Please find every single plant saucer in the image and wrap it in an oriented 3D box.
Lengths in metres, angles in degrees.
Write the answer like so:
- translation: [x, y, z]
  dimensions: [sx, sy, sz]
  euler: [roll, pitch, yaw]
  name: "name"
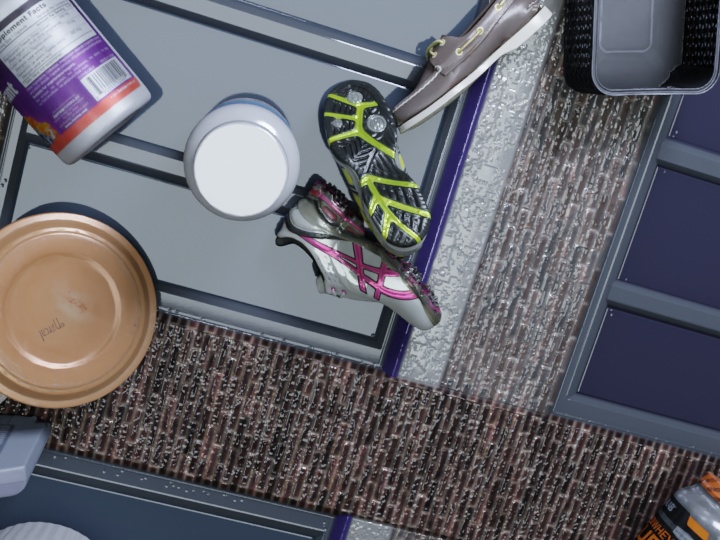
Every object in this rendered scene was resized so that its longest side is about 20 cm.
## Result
- translation: [-0.306, 0.041, 0.957]
  dimensions: [0.199, 0.032, 0.202]
  euler: [1, 89, -26]
  name: "plant saucer"

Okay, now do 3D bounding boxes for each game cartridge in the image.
- translation: [-0.435, 0.191, 0.966]
  dimensions: [0.199, 0.133, 0.041]
  euler: [2, 104, -6]
  name: "game cartridge"

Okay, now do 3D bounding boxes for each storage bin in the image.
- translation: [0.289, -0.282, 0.957]
  dimensions: [0.134, 0.094, 0.201]
  euler: [-2, 104, -6]
  name: "storage bin"

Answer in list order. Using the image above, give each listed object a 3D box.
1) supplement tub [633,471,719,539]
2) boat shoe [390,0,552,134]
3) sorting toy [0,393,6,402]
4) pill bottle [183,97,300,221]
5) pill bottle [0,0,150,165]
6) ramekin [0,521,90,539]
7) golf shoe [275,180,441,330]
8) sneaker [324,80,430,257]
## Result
- translation: [0.381, 0.342, 1.091]
  dimensions: [0.122, 0.123, 0.200]
  euler: [37, 96, -12]
  name: "supplement tub"
- translation: [0.104, -0.221, 0.964]
  dimensions: [0.200, 0.072, 0.060]
  euler: [-40, 98, 0]
  name: "boat shoe"
- translation: [-0.404, 0.059, 0.964]
  dimensions: [0.179, 0.107, 0.201]
  euler: [-22, 99, -11]
  name: "sorting toy"
- translation: [-0.113, -0.107, 0.898]
  dimensions: [0.108, 0.200, 0.109]
  euler: [-1, 102, -5]
  name: "pill bottle"
- translation: [-0.307, -0.211, 0.900]
  dimensions: [0.111, 0.111, 0.200]
  euler: [-38, 103, 3]
  name: "pill bottle"
- translation: [-0.362, 0.374, 1.035]
  dimensions: [0.201, 0.094, 0.204]
  euler: [-1, 102, -5]
  name: "ramekin"
- translation: [0.000, 0.000, 1.004]
  dimensions: [0.200, 0.073, 0.092]
  euler: [43, 99, -4]
  name: "golf shoe"
- translation: [0.010, -0.102, 0.960]
  dimensions: [0.075, 0.076, 0.201]
  euler: [-15, 70, -8]
  name: "sneaker"
